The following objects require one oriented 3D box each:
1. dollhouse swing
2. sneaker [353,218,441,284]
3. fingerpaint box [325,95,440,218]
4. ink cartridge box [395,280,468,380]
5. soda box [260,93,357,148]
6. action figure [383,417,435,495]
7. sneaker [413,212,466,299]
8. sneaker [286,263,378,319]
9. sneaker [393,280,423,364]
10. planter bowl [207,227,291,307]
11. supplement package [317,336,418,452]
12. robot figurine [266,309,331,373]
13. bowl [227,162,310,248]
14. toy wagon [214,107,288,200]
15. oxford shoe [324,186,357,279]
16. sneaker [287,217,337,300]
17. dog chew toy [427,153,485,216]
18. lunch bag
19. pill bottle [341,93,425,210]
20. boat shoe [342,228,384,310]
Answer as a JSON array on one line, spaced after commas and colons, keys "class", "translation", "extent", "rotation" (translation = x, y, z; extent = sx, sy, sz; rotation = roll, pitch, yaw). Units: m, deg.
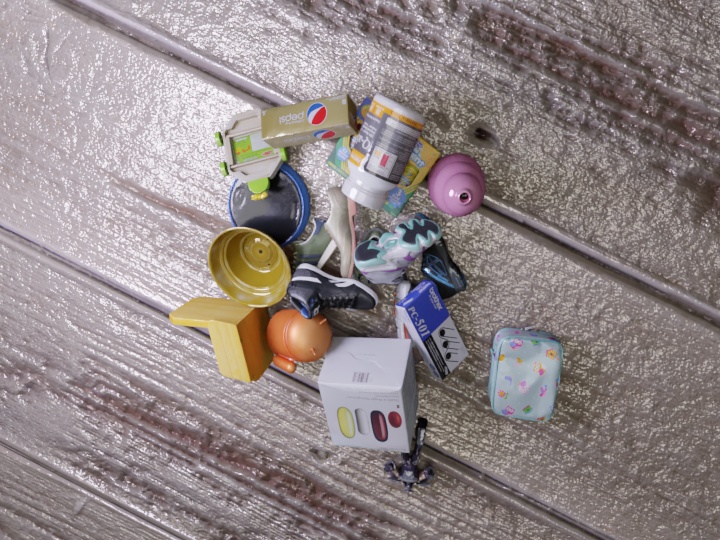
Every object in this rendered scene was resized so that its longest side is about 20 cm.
[{"class": "dollhouse swing", "translation": [-0.316, 0.155, 1.323], "extent": [0.170, 0.200, 0.188], "rotation": [-10, 102, 10]}, {"class": "sneaker", "translation": [0.092, -0.027, 1.246], "extent": [0.194, 0.079, 0.141], "rotation": [-18, 141, 11]}, {"class": "fingerpaint box", "translation": [0.049, -0.243, 1.238], "extent": [0.198, 0.073, 0.169], "rotation": [37, 105, -1]}, {"class": "ink cartridge box", "translation": [0.161, 0.134, 1.280], "extent": [0.093, 0.044, 0.203], "rotation": [-38, 112, -21]}, {"class": "soda box", "translation": [-0.107, -0.306, 1.187], "extent": [0.193, 0.068, 0.066], "rotation": [-7, 82, 16]}, {"class": "action figure", "translation": [0.119, 0.461, 1.396], "extent": [0.125, 0.070, 0.207], "rotation": [2, 108, -1]}, {"class": "sneaker", "translation": [0.160, -0.028, 1.271], "extent": [0.080, 0.073, 0.204], "rotation": [-27, 97, 13]}, {"class": "sneaker", "translation": [-0.067, 0.069, 1.235], "extent": [0.194, 0.113, 0.074], "rotation": [19, 138, 7]}, {"class": "sneaker", "translation": [0.124, 0.118, 1.323], "extent": [0.079, 0.077, 0.207], "rotation": [-7, 108, -10]}, {"class": "planter bowl", "translation": [-0.237, -0.025, 1.295], "extent": [0.194, 0.084, 0.206], "rotation": [7, 123, 10]}, {"class": "supplement package", "translation": [0.024, 0.275, 1.285], "extent": [0.185, 0.149, 0.205], "rotation": [0, 126, 16]}, {"class": "robot figurine", "translation": [-0.140, 0.148, 1.300], "extent": [0.198, 0.142, 0.120], "rotation": [-6, 108, 55]}, {"class": "bowl", "translation": [-0.213, -0.149, 1.320], "extent": [0.193, 0.039, 0.208], "rotation": [2, 103, 8]}, {"class": "toy wagon", "translation": [-0.236, -0.251, 1.266], "extent": [0.150, 0.040, 0.207], "rotation": [-12, 83, 5]}, {"class": "oxford shoe", "translation": [-0.043, -0.082, 1.259], "extent": [0.071, 0.071, 0.208], "rotation": [-2, 91, -4]}, {"class": "sneaker", "translation": [-0.126, -0.030, 1.320], "extent": [0.089, 0.067, 0.202], "rotation": [36, 99, -4]}, {"class": "dog chew toy", "translation": [0.198, -0.167, 1.163], "extent": [0.120, 0.201, 0.129], "rotation": [1, 108, 3]}, {"class": "lunch bag", "translation": [0.367, 0.229, 1.297], "extent": [0.155, 0.077, 0.207], "rotation": [6, 104, 9]}, {"class": "pill bottle", "translation": [0.041, -0.234, 1.143], "extent": [0.114, 0.117, 0.204], "rotation": [25, 106, 2]}, {"class": "boat shoe", "translation": [0.000, 0.000, 1.308], "extent": [0.070, 0.062, 0.205], "rotation": [21, 105, 3]}]
